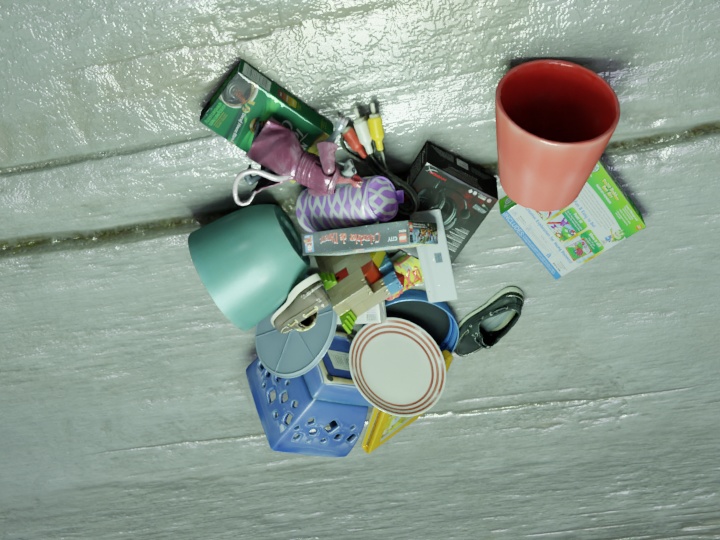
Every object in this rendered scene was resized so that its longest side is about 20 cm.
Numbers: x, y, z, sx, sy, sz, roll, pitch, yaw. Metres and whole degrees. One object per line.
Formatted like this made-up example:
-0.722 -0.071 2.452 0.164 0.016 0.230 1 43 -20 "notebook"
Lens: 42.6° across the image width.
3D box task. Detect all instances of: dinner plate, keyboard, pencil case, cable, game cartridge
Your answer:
0.069 0.185 1.758 0.196 0.204 0.024 12 148 -11 "dinner plate"
0.132 -0.023 1.644 0.055 0.011 0.203 -10 127 7 "keyboard"
-0.025 -0.111 1.576 0.084 0.086 0.198 4 175 -43 "pencil case"
0.024 -0.176 1.554 0.096 0.050 0.203 -20 99 28 "cable"
0.094 0.263 1.850 0.198 0.032 0.178 -27 148 -35 "game cartridge"

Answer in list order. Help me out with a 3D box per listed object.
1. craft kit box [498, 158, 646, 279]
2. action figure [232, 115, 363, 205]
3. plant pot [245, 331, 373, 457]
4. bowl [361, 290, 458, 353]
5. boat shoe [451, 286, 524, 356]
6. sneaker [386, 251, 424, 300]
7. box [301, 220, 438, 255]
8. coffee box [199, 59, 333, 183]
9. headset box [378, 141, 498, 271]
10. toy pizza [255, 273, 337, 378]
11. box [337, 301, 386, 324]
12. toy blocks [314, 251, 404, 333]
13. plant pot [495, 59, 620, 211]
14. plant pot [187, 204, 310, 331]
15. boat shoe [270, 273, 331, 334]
0.383 -0.102 1.669 0.195 0.049 0.200 -30 124 25 "craft kit box"
-0.090 -0.167 1.481 0.196 0.150 0.136 19 136 11 "action figure"
-0.084 0.229 1.817 0.197 0.202 0.181 14 127 -40 "plant pot"
0.099 0.121 1.853 0.196 0.040 0.204 0 130 0 "bowl"
0.253 0.119 1.835 0.074 0.067 0.199 33 122 -26 "boat shoe"
0.070 0.017 1.732 0.196 0.091 0.079 -17 127 10 "sneaker"
0.017 -0.053 1.558 0.196 0.136 0.039 -6 88 25 "box"
-0.154 -0.245 1.541 0.198 0.044 0.123 33 122 -25 "coffee box"
0.130 -0.103 1.636 0.147 0.078 0.201 25 124 -13 "headset box"
-0.118 0.105 1.743 0.198 0.203 0.032 -30 146 23 "toy pizza"
-0.046 0.081 1.778 0.196 0.039 0.042 -4 97 22 "box"
0.000 0.000 1.669 0.135 0.201 0.100 -32 129 7 "toy blocks"
0.304 -0.207 1.494 0.195 0.203 0.179 0 140 -1 "plant pot"
-0.185 -0.022 1.637 0.159 0.202 0.202 -31 125 8 "plant pot"
-0.105 0.075 1.643 0.060 0.071 0.200 53 146 9 "boat shoe"
